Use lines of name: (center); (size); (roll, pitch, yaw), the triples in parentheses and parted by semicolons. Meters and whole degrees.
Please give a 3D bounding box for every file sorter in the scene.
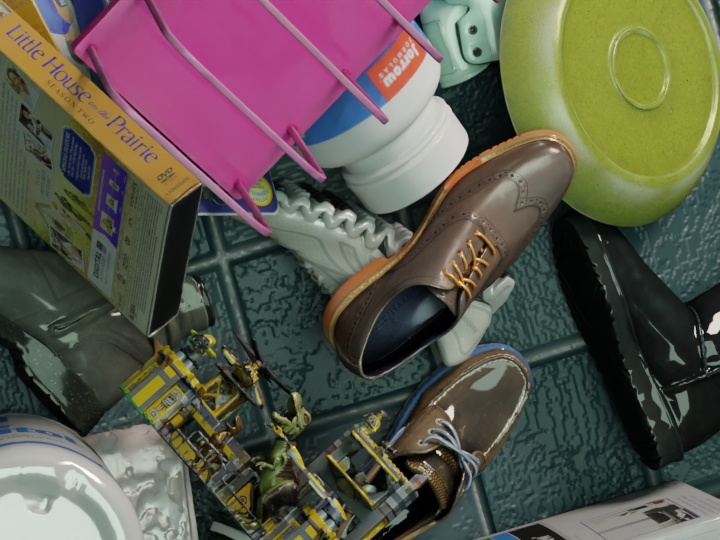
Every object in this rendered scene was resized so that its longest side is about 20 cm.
file sorter: (-0.040, -0.139, 1.313); (0.200, 0.125, 0.139); (-46, 114, 5)

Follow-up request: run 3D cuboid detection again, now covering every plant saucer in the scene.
plant saucer: (0.175, -0.130, 1.517); (0.199, 0.031, 0.201); (8, 77, -38)

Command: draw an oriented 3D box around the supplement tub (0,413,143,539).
supplement tub: (-0.201, 0.157, 1.369); (0.131, 0.200, 0.133); (-1, 93, -12)

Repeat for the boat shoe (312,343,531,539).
boat shoe: (0.046, 0.132, 1.523); (0.072, 0.072, 0.200); (43, 83, -12)

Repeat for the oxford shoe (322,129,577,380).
oxford shoe: (0.065, -0.004, 1.450); (0.200, 0.073, 0.071); (-45, 115, 7)

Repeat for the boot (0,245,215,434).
boot: (-0.194, -0.005, 1.472); (0.131, 0.068, 0.200); (-45, 107, -15)

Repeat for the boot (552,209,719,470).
boot: (0.234, 0.025, 1.564); (0.162, 0.073, 0.199); (-25, 96, -14)

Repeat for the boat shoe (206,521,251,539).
boat shoe: (-0.030, 0.240, 1.510); (0.200, 0.076, 0.060); (39, 78, -12)

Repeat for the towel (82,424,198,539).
towel: (-0.199, 0.207, 1.491); (0.199, 0.032, 0.192); (-10, 95, -14)

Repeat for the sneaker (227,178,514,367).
sneaker: (0.000, 0.000, 1.510); (0.199, 0.075, 0.081); (23, 97, -13)

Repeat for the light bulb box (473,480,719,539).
light bulb box: (0.161, 0.266, 1.531); (0.199, 0.125, 0.199); (-14, 97, -12)

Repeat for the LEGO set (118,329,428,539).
LEGO set: (-0.045, 0.103, 1.425); (0.116, 0.154, 0.200); (-42, 66, -6)

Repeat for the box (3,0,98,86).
box: (-0.155, -0.123, 1.444); (0.200, 0.041, 0.119); (61, 35, -8)

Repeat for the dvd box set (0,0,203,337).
dvd box set: (-0.179, -0.067, 1.372); (0.200, 0.147, 0.029); (42, 59, 16)

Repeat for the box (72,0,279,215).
box: (-0.119, -0.125, 1.432); (0.121, 0.032, 0.201); (-2, 73, -54)

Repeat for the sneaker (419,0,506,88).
sneaker: (0.035, -0.181, 1.500); (0.200, 0.074, 0.119); (3, 85, -16)

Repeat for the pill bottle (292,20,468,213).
pill bottle: (-0.019, -0.136, 1.449); (0.112, 0.112, 0.200); (-43, 114, -8)
